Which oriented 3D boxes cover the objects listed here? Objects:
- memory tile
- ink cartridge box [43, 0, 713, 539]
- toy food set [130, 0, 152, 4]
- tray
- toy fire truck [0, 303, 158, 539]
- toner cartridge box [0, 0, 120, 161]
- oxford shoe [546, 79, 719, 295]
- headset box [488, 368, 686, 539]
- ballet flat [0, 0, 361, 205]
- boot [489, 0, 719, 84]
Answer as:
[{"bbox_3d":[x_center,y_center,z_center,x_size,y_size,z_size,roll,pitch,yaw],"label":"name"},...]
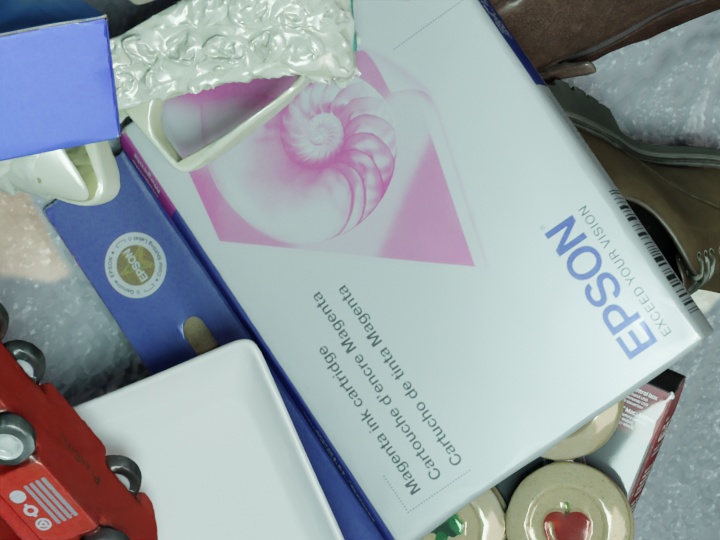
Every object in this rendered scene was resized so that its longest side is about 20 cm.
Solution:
[{"bbox_3d":[0.006,0.053,1.011,0.199,0.017,0.154,-3,92,14],"label":"memory tile"},{"bbox_3d":[0.000,0.000,0.981,0.200,0.043,0.197,-36,85,10],"label":"ink cartridge box"},{"bbox_3d":[-0.052,-0.199,0.852,0.060,0.200,0.144,-25,83,-45],"label":"toy food set"},{"bbox_3d":[-0.043,0.132,0.994,0.107,0.022,0.201,-22,95,23],"label":"tray"},{"bbox_3d":[-0.181,0.067,0.939,0.140,0.049,0.200,-24,125,18],"label":"toy fire truck"},{"bbox_3d":[-0.157,-0.079,0.883,0.094,0.200,0.043,-11,110,-20],"label":"toner cartridge box"},{"bbox_3d":[0.125,-0.010,1.078,0.199,0.085,0.073,14,133,-40],"label":"oxford shoe"},{"bbox_3d":[0.037,0.090,1.054,0.148,0.075,0.201,24,97,9],"label":"headset box"},{"bbox_3d":[-0.089,-0.061,0.948,0.199,0.072,0.072,-21,117,17],"label":"ballet flat"},{"bbox_3d":[0.136,-0.132,1.067,0.166,0.073,0.200,-34,162,21],"label":"boot"}]
